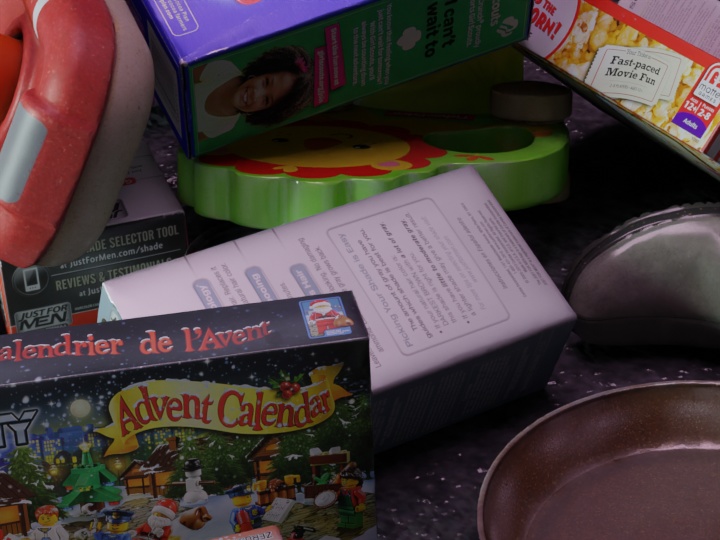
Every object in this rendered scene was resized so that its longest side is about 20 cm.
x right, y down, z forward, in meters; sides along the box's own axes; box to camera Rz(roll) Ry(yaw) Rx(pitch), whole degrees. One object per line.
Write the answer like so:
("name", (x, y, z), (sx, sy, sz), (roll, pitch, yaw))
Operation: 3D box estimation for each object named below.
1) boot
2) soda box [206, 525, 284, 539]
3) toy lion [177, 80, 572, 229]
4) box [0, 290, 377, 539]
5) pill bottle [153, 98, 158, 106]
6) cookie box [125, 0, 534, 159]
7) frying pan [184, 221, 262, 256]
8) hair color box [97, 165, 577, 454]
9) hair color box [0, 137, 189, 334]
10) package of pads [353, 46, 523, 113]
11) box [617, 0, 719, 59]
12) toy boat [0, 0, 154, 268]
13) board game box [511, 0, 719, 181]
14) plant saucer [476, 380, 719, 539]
("boot", (0.202, 0.028, 0.894), (0.198, 0.068, 0.131), (-6, 36, -4))
("soda box", (-0.113, 0.156, 0.695), (0.198, 0.064, 0.069), (-11, 31, -12))
("toy lion", (0.009, -0.056, 1.003), (0.198, 0.069, 0.192), (4, 17, 9))
("box", (-0.093, 0.087, 0.738), (0.198, 0.138, 0.038), (-7, 31, -8))
("pill bottle", (-0.215, -0.142, 1.168), (0.198, 0.105, 0.104), (-9, 31, -11))
("cookie box", (-0.032, -0.170, 0.989), (0.198, 0.076, 0.172), (-21, 58, -15))
("frying pan", (-0.015, -0.006, 0.990), (0.114, 0.031, 0.190), (23, 31, 21))
("hair color box", (-0.012, 0.031, 0.871), (0.199, 0.061, 0.099), (-18, 59, -26))
("hair color box", (-0.164, -0.043, 1.038), (0.101, 0.062, 0.200), (-11, 31, -14))
("package of pads", (0.000, -0.155, 1.121), (0.198, 0.156, 0.068), (-9, 35, -12))
("box", (0.246, -0.092, 1.040), (0.144, 0.036, 0.200), (28, 9, -40))
("toy boat", (-0.186, -0.096, 0.919), (0.130, 0.131, 0.200), (15, 22, -27))
("board game box", (0.165, -0.095, 1.028), (0.151, 0.047, 0.200), (26, 9, -46))
("plant saucer", (0.147, 0.112, 0.783), (0.198, 0.032, 0.201), (-2, 31, 1))
